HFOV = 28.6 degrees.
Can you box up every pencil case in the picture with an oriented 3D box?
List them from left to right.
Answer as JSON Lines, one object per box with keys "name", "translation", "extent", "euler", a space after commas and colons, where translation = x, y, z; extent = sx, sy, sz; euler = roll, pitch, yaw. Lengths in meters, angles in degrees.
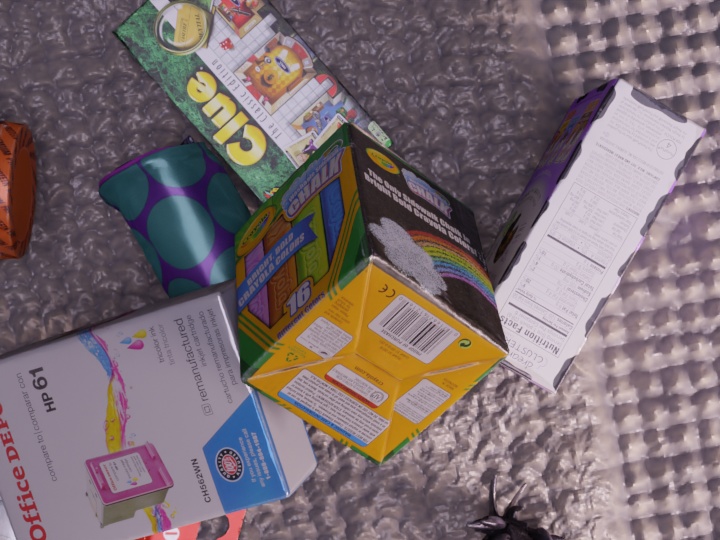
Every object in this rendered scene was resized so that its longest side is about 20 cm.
{"name": "pencil case", "translation": [-0.105, 0.004, 1.023], "extent": [0.085, 0.092, 0.200], "euler": [-31, 92, -37]}

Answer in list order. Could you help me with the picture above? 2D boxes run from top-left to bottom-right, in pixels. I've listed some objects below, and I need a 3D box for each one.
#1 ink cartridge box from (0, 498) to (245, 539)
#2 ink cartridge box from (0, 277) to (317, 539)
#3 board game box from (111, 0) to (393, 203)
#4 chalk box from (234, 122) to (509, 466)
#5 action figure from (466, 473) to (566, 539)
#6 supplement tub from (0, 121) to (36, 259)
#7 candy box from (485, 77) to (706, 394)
{"name": "ink cartridge box", "translation": [-0.187, 0.170, 1.049], "extent": [0.199, 0.057, 0.163], "euler": [16, 92, 2]}
{"name": "ink cartridge box", "translation": [-0.150, 0.103, 0.960], "extent": [0.199, 0.085, 0.145], "euler": [-17, 95, 15]}
{"name": "board game box", "translation": [-0.079, -0.134, 1.049], "extent": [0.105, 0.023, 0.200], "euler": [-42, 94, 3]}
{"name": "chalk box", "translation": [0.000, 0.000, 0.932], "extent": [0.125, 0.200, 0.124], "euler": [34, 116, -26]}
{"name": "action figure", "translation": [0.112, 0.252, 1.023], "extent": [0.102, 0.200, 0.119], "euler": [-37, 138, 23]}
{"name": "supplement tub", "translation": [-0.336, -0.061, 0.993], "extent": [0.199, 0.123, 0.123], "euler": [3, 93, -3]}
{"name": "candy box", "translation": [0.144, -0.024, 0.989], "extent": [0.071, 0.168, 0.200], "euler": [29, 92, -1]}
